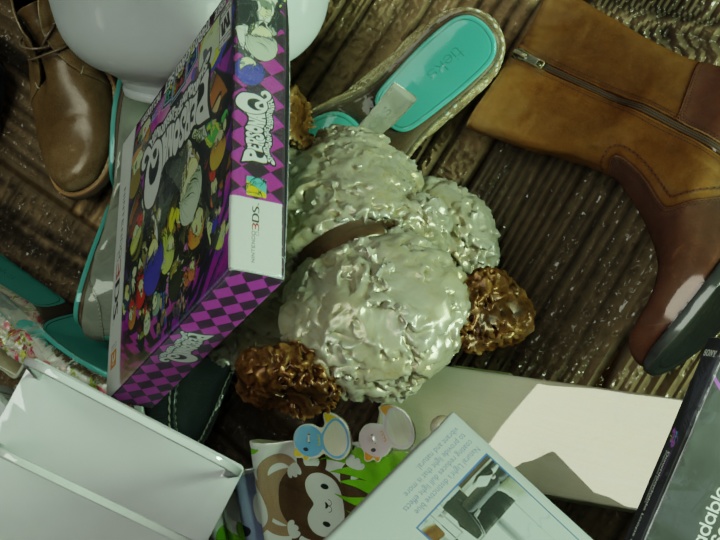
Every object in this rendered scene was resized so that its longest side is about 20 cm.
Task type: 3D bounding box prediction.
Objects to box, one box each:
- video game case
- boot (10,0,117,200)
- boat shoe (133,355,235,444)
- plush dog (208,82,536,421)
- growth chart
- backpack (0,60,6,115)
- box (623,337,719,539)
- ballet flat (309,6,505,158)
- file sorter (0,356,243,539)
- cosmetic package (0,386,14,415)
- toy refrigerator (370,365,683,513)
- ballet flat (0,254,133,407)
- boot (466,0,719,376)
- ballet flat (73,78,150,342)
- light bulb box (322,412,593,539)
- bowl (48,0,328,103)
[{"bbox_3d":[-0.096,-0.039,0.839,0.200,0.036,0.182,-41,44,53],"label":"video game case"},{"bbox_3d":[-0.217,-0.148,1.026,0.073,0.075,0.201,-16,73,19],"label":"boot"},{"bbox_3d":[-0.094,0.024,0.937,0.060,0.076,0.201,4,80,29],"label":"boat shoe"},{"bbox_3d":[0.000,0.000,0.820,0.199,0.161,0.172,-20,46,-9],"label":"plush dog"},{"bbox_3d":[-0.013,0.153,0.854,0.199,0.018,0.145,-14,101,32],"label":"growth chart"},{"bbox_3d":[-0.349,-0.108,1.046,0.167,0.127,0.200,31,88,29],"label":"backpack"},{"bbox_3d":[0.242,0.137,0.745,0.199,0.036,0.143,24,88,-6],"label":"box"},{"bbox_3d":[0.009,-0.090,0.927,0.200,0.065,0.071,-35,92,6],"label":"ballet flat"},{"bbox_3d":[-0.164,0.161,0.779,0.138,0.125,0.201,28,77,-4],"label":"file sorter"},{"bbox_3d":[-0.223,0.194,0.957,0.200,0.052,0.151,40,92,24],"label":"cosmetic package"},{"bbox_3d":[0.115,0.096,0.835,0.199,0.076,0.070,6,80,24],"label":"toy refrigerator"},{"bbox_3d":[-0.214,0.052,0.991,0.200,0.075,0.064,33,112,32],"label":"ballet flat"},{"bbox_3d":[0.146,-0.057,0.861,0.200,0.068,0.189,28,90,26],"label":"boot"},{"bbox_3d":[-0.143,-0.045,0.978,0.063,0.067,0.201,6,68,3],"label":"ballet flat"},{"bbox_3d":[0.049,0.217,0.733,0.200,0.125,0.198,42,138,10],"label":"light bulb box"},{"bbox_3d":[-0.108,-0.160,0.944,0.200,0.201,0.091,8,111,24],"label":"bowl"}]
